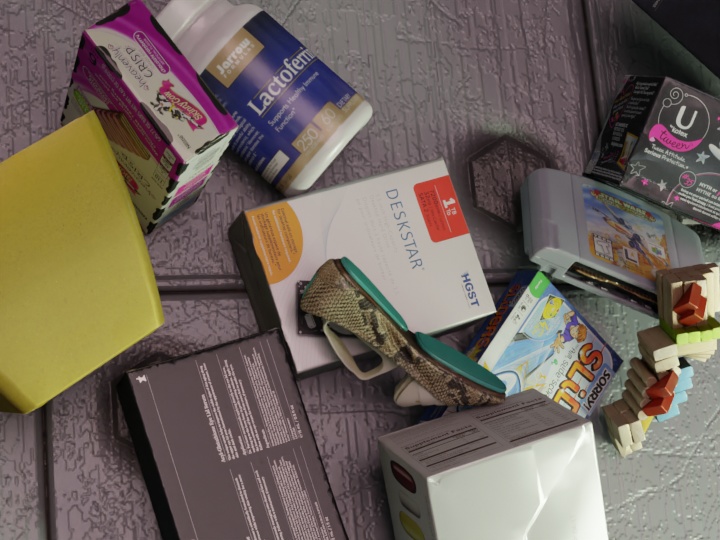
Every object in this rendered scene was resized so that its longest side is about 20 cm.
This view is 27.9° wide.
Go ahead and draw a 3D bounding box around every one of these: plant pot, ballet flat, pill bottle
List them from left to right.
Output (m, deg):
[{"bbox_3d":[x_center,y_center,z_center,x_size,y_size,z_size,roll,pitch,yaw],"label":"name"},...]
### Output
[{"bbox_3d":[-0.274,0.008,1.187,0.200,0.200,0.177,-35,98,-21],"label":"plant pot"},{"bbox_3d":[-0.097,-0.168,1.319,0.200,0.116,0.116,41,69,-3],"label":"pill bottle"},{"bbox_3d":[0.031,0.070,1.251,0.200,0.068,0.075,38,101,-13],"label":"ballet flat"}]

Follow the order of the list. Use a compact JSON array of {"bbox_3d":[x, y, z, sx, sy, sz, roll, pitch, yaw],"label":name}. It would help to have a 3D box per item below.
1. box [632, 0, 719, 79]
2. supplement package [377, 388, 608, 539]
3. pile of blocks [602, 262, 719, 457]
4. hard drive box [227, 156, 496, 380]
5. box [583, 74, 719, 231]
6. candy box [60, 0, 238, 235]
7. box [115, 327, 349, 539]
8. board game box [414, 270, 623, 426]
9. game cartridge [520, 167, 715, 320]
[{"bbox_3d":[0.399,-0.246,1.408,0.198,0.123,0.200,48,30,24],"label":"box"},{"bbox_3d":[0.118,0.226,1.239,0.155,0.111,0.200,-15,106,-17],"label":"supplement package"},{"bbox_3d":[0.290,0.091,1.339,0.082,0.062,0.200,14,108,-15],"label":"pile of blocks"},{"bbox_3d":[0.000,0.000,1.324,0.200,0.077,0.156,-17,82,-20],"label":"hard drive box"},{"bbox_3d":[0.341,-0.104,1.410,0.200,0.132,0.115,22,96,-10],"label":"box"},{"bbox_3d":[-0.185,-0.125,1.235,0.061,0.200,0.136,-37,87,-22],"label":"candy box"},{"bbox_3d":[-0.112,0.168,1.246,0.141,0.079,0.200,-15,81,-22],"label":"box"},{"bbox_3d":[0.145,0.118,1.337,0.135,0.034,0.200,44,67,-22],"label":"board game box"},{"bbox_3d":[0.247,-0.024,1.392,0.200,0.042,0.133,21,45,-17],"label":"game cartridge"}]
